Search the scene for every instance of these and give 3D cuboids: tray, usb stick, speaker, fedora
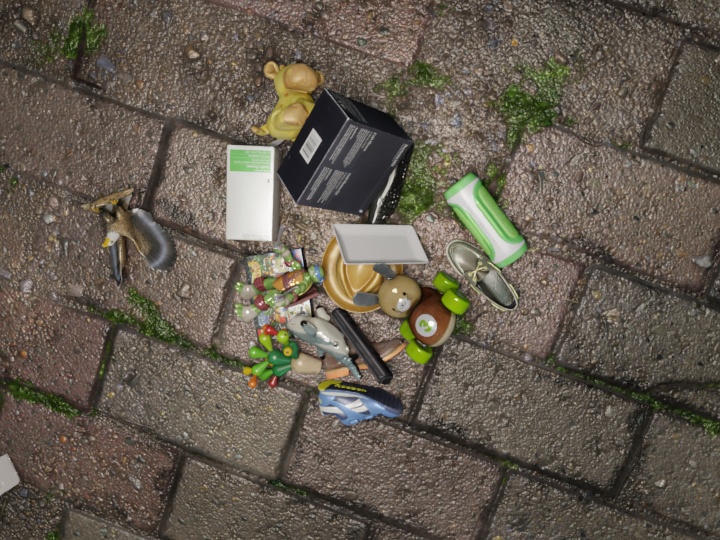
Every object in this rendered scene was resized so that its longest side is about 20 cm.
[{"bbox_3d":[0.040,-0.051,1.090,0.199,0.022,0.108,-1,55,-27],"label":"tray"},{"bbox_3d":[0.002,0.162,1.117,0.033,0.055,0.200,-45,62,12],"label":"usb stick"},{"bbox_3d":[0.265,-0.106,1.099,0.088,0.088,0.200,-37,93,8],"label":"speaker"},{"bbox_3d":[0.000,0.000,1.134,0.199,0.082,0.202,1,97,5],"label":"fedora"}]

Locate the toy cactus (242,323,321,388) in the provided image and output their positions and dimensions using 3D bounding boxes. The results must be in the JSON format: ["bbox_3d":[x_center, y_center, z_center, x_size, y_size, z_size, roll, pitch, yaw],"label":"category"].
[{"bbox_3d":[-0.168,0.202,1.149,0.164,0.103,0.201,15,126,-14],"label":"toy cactus"}]

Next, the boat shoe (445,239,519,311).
[{"bbox_3d":[0.268,0.011,1.125,0.202,0.060,0.072,44,98,-1],"label":"boat shoe"}]

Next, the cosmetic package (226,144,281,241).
[{"bbox_3d":[-0.233,-0.167,1.134,0.107,0.085,0.201,2,96,2],"label":"cosmetic package"}]

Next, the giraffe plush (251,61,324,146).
[{"bbox_3d":[-0.129,-0.358,1.086,0.199,0.172,0.163,2,86,39],"label":"giraffe plush"}]

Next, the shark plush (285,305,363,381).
[{"bbox_3d":[-0.070,0.161,1.141,0.200,0.091,0.083,36,120,-8],"label":"shark plush"}]

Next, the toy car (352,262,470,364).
[{"bbox_3d":[0.092,0.066,1.076,0.199,0.158,0.165,28,108,-17],"label":"toy car"}]

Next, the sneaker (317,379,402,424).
[{"bbox_3d":[-0.003,0.309,1.180,0.199,0.074,0.083,10,99,11],"label":"sneaker"}]

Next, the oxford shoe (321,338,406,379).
[{"bbox_3d":[0.004,0.182,1.164,0.199,0.071,0.073,-20,90,7],"label":"oxford shoe"}]

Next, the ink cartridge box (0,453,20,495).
[{"bbox_3d":[-0.968,0.540,1.248,0.199,0.146,0.083,-24,92,7],"label":"ink cartridge box"}]

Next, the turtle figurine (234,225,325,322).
[{"bbox_3d":[-0.187,0.015,1.075,0.193,0.200,0.145,-27,79,15],"label":"turtle figurine"}]

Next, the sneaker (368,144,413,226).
[{"bbox_3d":[0.044,-0.199,1.126,0.087,0.076,0.201,24,103,26],"label":"sneaker"}]

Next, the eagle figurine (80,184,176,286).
[{"bbox_3d":[-0.530,-0.079,1.165,0.151,0.151,0.201,13,137,42],"label":"eagle figurine"}]

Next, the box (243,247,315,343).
[{"bbox_3d":[-0.181,0.057,1.179,0.136,0.038,0.201,-8,96,5],"label":"box"}]

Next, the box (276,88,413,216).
[{"bbox_3d":[-0.032,-0.224,1.025,0.200,0.181,0.104,-53,53,28],"label":"box"}]
